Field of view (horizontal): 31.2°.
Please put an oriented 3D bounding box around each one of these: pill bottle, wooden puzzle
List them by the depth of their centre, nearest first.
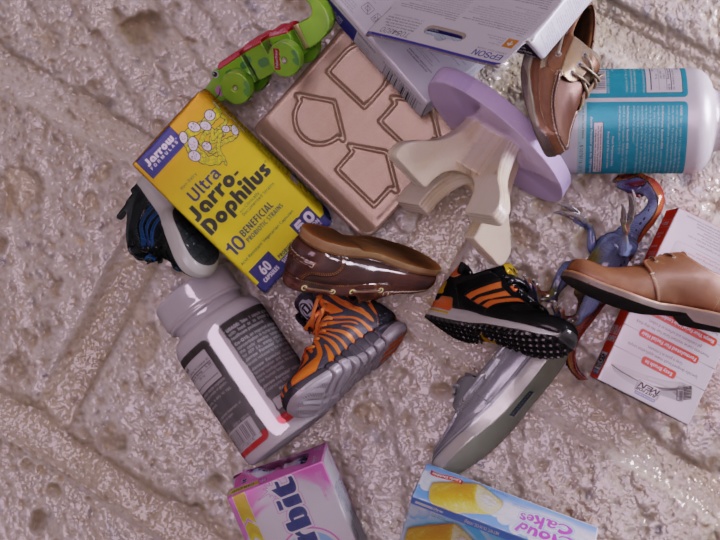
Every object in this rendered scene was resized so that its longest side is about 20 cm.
[{"bbox_3d":[0.306,-0.159,1.377,0.197,0.111,0.113,1,87,9],"label":"pill bottle"},{"bbox_3d":[-0.132,0.102,1.428,0.113,0.114,0.201,-36,83,5],"label":"pill bottle"},{"bbox_3d":[0.009,-0.167,1.458,0.185,0.046,0.200,43,89,8],"label":"wooden puzzle"}]

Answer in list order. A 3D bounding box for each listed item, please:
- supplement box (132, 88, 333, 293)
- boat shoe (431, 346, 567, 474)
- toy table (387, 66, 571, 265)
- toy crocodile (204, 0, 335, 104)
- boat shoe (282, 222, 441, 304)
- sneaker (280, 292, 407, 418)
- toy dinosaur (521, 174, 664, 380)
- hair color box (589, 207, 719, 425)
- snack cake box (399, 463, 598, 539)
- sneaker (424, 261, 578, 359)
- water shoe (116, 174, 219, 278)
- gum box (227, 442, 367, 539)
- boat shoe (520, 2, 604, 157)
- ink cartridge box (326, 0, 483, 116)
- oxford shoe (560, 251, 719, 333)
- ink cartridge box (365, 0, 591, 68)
[{"bbox_3d":[-0.138,-0.089,1.414,0.200,0.110,0.109,44,94,-9],"label":"supplement box"},{"bbox_3d":[0.140,0.139,1.416,0.201,0.070,0.072,-49,58,8],"label":"boat shoe"},{"bbox_3d":[0.123,-0.104,1.357,0.199,0.183,0.118,40,77,-17],"label":"toy table"},{"bbox_3d":[-0.108,-0.238,1.441,0.198,0.068,0.062,-24,104,32],"label":"toy crocodile"},{"bbox_3d":[0.000,0.000,1.394,0.070,0.198,0.071,40,112,49],"label":"boat shoe"},{"bbox_3d":[-0.044,0.079,1.396,0.112,0.199,0.078,41,128,15],"label":"sneaker"},{"bbox_3d":[0.264,-0.018,1.412,0.180,0.202,0.105,-33,42,-15],"label":"toy dinosaur"},{"bbox_3d":[0.339,0.048,1.381,0.110,0.064,0.202,26,90,2],"label":"hair color box"},{"bbox_3d":[0.141,0.301,1.378,0.197,0.067,0.116,19,118,9],"label":"snack cake box"},{"bbox_3d":[0.155,0.032,1.369,0.199,0.070,0.091,8,68,49],"label":"sneaker"},{"bbox_3d":[-0.215,-0.032,1.434,0.071,0.200,0.079,33,103,-35],"label":"water shoe"},{"bbox_3d":[-0.057,0.296,1.407,0.112,0.066,0.202,-21,99,6],"label":"gum box"},{"bbox_3d":[0.207,-0.204,1.307,0.071,0.076,0.202,-10,54,24],"label":"boat shoe"},{"bbox_3d":[0.076,-0.304,1.441,0.199,0.043,0.197,-38,82,-20],"label":"ink cartridge box"},{"bbox_3d":[0.300,0.011,1.321,0.197,0.071,0.072,13,86,-10],"label":"oxford shoe"},{"bbox_3d":[0.135,-0.280,1.342,0.198,0.041,0.200,24,64,42],"label":"ink cartridge box"}]
